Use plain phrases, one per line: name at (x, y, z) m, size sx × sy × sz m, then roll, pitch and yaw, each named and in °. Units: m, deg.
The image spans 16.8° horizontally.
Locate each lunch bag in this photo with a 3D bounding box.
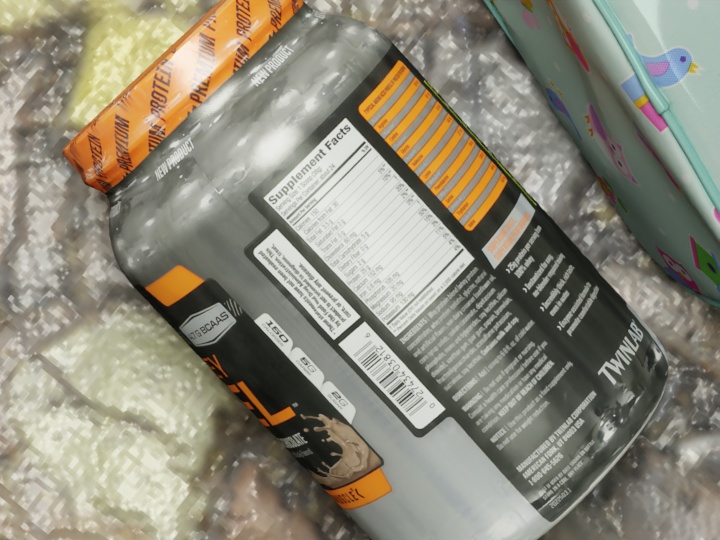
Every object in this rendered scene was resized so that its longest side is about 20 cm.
lunch bag at (0.106, -0.081, 0.846) m, size 0.077 × 0.160 × 0.200 m, roll -34°, pitch 102°, yaw -5°

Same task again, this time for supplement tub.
supplement tub at (0.000, 0.000, 0.837) m, size 0.123 × 0.123 × 0.200 m, roll -44°, pitch 97°, yaw -9°
